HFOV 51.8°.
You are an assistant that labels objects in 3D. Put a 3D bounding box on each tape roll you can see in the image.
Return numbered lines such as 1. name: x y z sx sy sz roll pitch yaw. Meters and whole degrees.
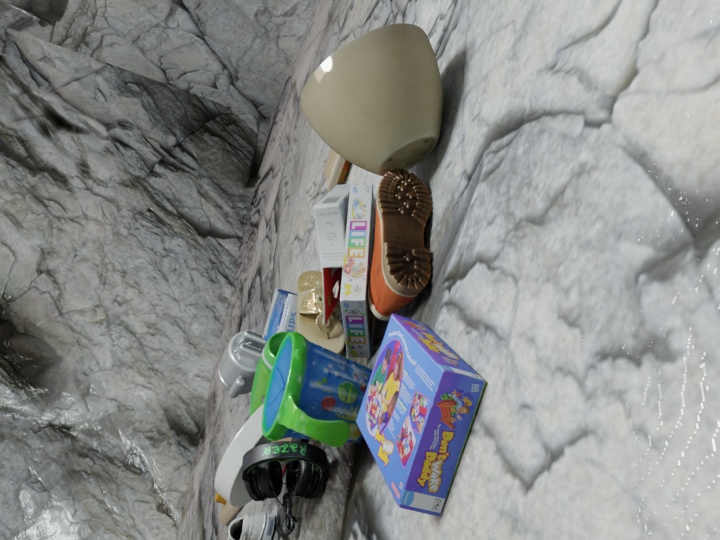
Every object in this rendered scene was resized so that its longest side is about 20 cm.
1. tape roll: -0.152 0.283 1.190 0.203 0.037 0.204 -47 -23 -26

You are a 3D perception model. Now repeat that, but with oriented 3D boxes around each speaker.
1. speaker: -0.140 0.201 1.274 0.089 0.087 0.202 -92 14 -51

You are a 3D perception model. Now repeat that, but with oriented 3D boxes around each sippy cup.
1. sippy cup: -0.049 0.163 0.964 0.140 0.128 0.180 122 159 -47

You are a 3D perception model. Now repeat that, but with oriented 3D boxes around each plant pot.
1. plant pot: 0.034 -0.209 1.001 0.136 0.198 0.201 63 150 13

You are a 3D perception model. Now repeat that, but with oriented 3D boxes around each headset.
1. headset: -0.110 0.313 1.080 0.201 0.121 0.095 97 171 -55

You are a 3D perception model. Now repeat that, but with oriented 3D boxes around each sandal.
1. sandal: -0.074 0.049 1.217 0.213 0.076 0.071 -108 12 -53

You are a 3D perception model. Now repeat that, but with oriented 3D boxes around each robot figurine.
1. robot figurine: -0.283 0.227 1.815 0.201 0.111 0.171 122 169 -45

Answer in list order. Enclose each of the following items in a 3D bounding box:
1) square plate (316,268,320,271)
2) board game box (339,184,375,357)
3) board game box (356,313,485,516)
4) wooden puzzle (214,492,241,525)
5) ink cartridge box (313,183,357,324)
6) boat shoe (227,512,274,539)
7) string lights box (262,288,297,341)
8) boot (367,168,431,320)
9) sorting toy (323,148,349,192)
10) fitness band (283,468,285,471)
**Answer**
1. square plate: -0.101 0.130 1.400 0.201 0.028 0.200 -98 27 -58
2. board game box: 0.000 0.000 1.041 0.136 0.033 0.203 84 -171 -52
3. board game box: 0.054 0.139 0.769 0.200 0.044 0.137 -134 61 -74
4. wooden puzzle: -0.297 0.470 1.737 0.186 0.045 0.203 124 157 -51
5. ink cartridge box: -0.027 -0.032 1.161 0.200 0.044 0.180 -63 -31 -73
6. boat shoe: -0.212 0.485 1.362 0.200 0.065 0.073 131 152 -58
7. string lights box: -0.132 0.095 1.383 0.200 0.058 0.105 -171 97 -75
8. boot: 0.042 -0.036 0.960 0.108 0.074 0.203 118 161 -53
9. sorting toy: -0.032 -0.272 1.571 0.201 0.036 0.188 -99 28 -68
10. fitness band: -0.171 0.344 1.417 0.201 0.037 0.146 121 159 -49
